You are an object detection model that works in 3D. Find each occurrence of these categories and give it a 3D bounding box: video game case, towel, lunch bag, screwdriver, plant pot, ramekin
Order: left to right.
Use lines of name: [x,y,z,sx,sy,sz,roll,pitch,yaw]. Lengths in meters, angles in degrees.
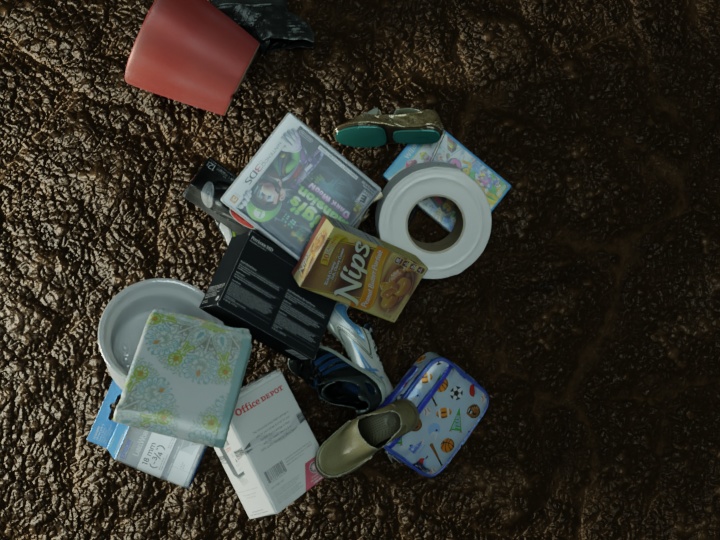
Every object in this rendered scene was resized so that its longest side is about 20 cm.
ramekin: [-0.332,0.123,1.266,0.200,0.098,0.201,8,58,-13]
towel: [-0.268,0.163,1.177,0.171,0.048,0.200,14,56,-6]
plant pot: [-0.282,-0.371,1.306,0.177,0.200,0.201,27,83,-13]
video game case: [-0.095,-0.125,1.244,0.200,0.023,0.182,38,91,-15]
screwdriver: [0.107,-0.161,1.369,0.029,0.028,0.201,14,104,-24]
lunch bag: [0.115,0.251,1.319,0.160,0.076,0.200,40,83,-20]
video game case: [0.160,-0.165,1.406,0.200,0.018,0.143,39,84,-1]

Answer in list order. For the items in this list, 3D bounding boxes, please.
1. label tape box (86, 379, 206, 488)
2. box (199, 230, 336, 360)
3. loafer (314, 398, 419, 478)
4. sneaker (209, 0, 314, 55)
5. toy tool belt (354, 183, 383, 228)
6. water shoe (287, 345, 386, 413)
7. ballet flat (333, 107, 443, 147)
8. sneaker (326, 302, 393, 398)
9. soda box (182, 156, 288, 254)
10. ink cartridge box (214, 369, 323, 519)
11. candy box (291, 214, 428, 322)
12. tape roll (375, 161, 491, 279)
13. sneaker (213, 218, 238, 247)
label tape box: [-0.357,0.267,1.302,0.199,0.063,0.145,22,83,-3]
box: [-0.147,0.046,1.276,0.200,0.079,0.141,34,66,-27]
loafer: [0.002,0.273,1.242,0.200,0.067,0.076,-37,70,9]
sneaker: [-0.189,-0.441,1.377,0.199,0.060,0.105,-11,82,-9]
toy tool belt: [-0.067,-0.148,1.325,0.200,0.125,0.123,38,103,5]
water shoe: [-0.053,0.181,1.289,0.200,0.079,0.072,16,110,28]
ballet flat: [0.051,-0.264,1.383,0.199,0.071,0.065,1,61,3]
sneaker: [0.007,0.141,1.340,0.072,0.072,0.200,-33,90,-1]
soda box: [-0.196,-0.101,1.282,0.200,0.071,0.063,35,66,-15]
ink cartridge box: [-0.160,0.289,1.274,0.146,0.085,0.200,-25,89,-48]
candy box: [0.000,0.000,1.259,0.200,0.055,0.116,22,105,-31]
tape roll: [0.127,-0.090,1.339,0.202,0.071,0.203,-1,105,-4]
sneaker: [-0.198,-0.055,1.340,0.081,0.074,0.200,-25,90,-11]
